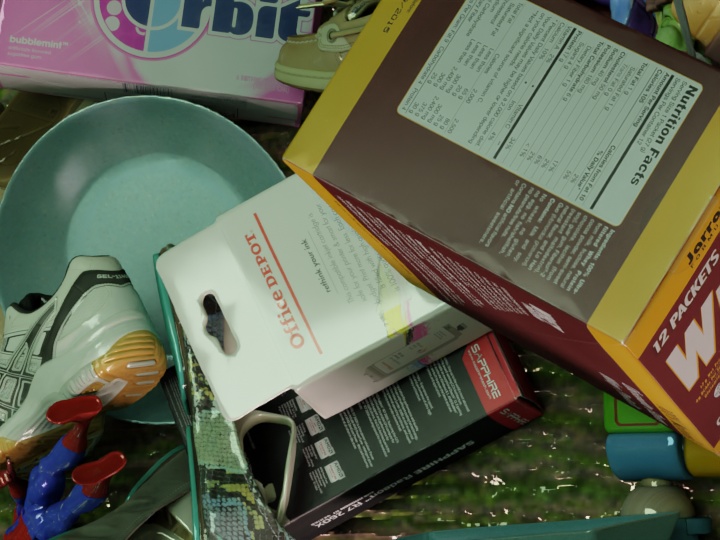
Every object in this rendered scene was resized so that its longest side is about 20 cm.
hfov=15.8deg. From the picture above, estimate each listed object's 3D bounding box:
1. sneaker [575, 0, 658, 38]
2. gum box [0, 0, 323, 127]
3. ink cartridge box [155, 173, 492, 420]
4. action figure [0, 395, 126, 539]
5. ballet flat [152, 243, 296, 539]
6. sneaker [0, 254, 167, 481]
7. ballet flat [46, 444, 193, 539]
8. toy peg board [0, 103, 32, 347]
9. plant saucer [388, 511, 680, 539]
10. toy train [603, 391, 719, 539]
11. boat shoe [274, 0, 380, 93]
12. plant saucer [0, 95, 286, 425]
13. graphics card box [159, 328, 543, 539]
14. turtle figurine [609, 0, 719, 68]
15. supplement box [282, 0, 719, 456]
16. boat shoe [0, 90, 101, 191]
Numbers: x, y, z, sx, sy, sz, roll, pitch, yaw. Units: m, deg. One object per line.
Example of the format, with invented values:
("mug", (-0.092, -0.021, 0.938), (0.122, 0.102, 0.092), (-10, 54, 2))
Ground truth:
("sneaker", (0.094, -0.152, 1.488), (0.200, 0.083, 0.081), (12, 84, 33))
("gum box", (-0.116, -0.159, 1.575), (0.200, 0.066, 0.114), (8, 80, -2))
("ink cartridge box", (0.000, 0.000, 1.442), (0.200, 0.067, 0.117), (-28, 67, 6))
("action figure", (-0.189, 0.144, 1.548), (0.065, 0.052, 0.200), (59, 151, 19))
("ballet flat", (-0.072, 0.077, 1.470), (0.074, 0.074, 0.200), (-18, 71, 26))
("sneaker", (-0.188, 0.061, 1.553), (0.200, 0.076, 0.088), (-38, 64, 37))
("ballet flat", (-0.125, 0.161, 1.489), (0.064, 0.200, 0.067), (29, 120, 19))
("toy peg board", (-0.294, 0.018, 1.686), (0.199, 0.098, 0.200), (-17, 69, 10))
("plant saucer", (0.078, 0.147, 1.393), (0.200, 0.070, 0.019), (-10, 87, 49))
("toy train", (0.221, 0.087, 1.355), (0.200, 0.085, 0.116), (-3, 86, 30))
("boat shoe", (0.030, -0.136, 1.465), (0.200, 0.073, 0.063), (-2, 100, 41))
("plant saucer", (-0.123, -0.008, 1.578), (0.201, 0.039, 0.201), (2, 99, 13))
("graphics card box", (-0.007, 0.071, 1.498), (0.200, 0.051, 0.126), (-30, 67, 13))
("turtle figurine", (0.224, -0.123, 1.325), (0.200, 0.194, 0.144), (-45, 11, 51))
("supplement box", (0.106, -0.034, 1.270), (0.200, 0.197, 0.133), (29, 84, 27))
("boat shoe", (-0.160, -0.121, 1.645), (0.072, 0.065, 0.200), (20, 70, 41))
